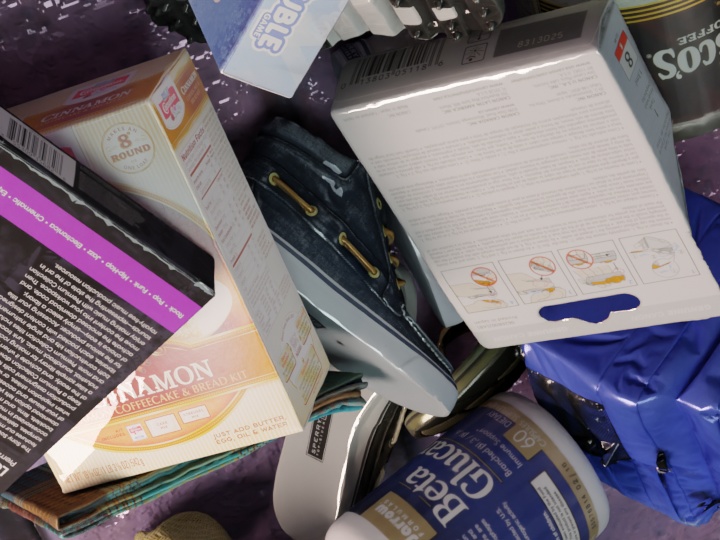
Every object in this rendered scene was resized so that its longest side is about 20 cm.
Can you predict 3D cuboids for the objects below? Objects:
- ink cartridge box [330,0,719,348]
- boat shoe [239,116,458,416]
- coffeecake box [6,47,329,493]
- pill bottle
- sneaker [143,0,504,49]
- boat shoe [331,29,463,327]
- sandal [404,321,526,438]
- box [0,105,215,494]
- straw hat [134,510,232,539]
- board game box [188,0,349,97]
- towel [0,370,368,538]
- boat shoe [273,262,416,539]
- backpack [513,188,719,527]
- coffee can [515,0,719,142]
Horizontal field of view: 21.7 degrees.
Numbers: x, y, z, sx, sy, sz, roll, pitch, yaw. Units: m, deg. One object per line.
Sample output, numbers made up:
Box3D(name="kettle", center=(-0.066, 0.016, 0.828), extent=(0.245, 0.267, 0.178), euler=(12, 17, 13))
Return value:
Box3D(name="ink cartridge box", center=(0.099, -0.046, 1.020), extent=(0.161, 0.050, 0.200), euler=(-10, 135, 30))
Box3D(name="boat shoe", center=(0.000, 0.000, 1.096), extent=(0.200, 0.071, 0.091), euler=(41, 67, -27))
Box3D(name="coffeecake box", center=(-0.128, 0.003, 1.007), extent=(0.152, 0.073, 0.201), euler=(-16, 113, 20))
Box3D(name="pill bottle", center=(0.048, 0.175, 1.159), extent=(0.199, 0.111, 0.112), euler=(-37, 135, -19))
Box3D(name="sneaker", center=(-0.018, -0.165, 0.985), extent=(0.198, 0.091, 0.067), euler=(-2, 157, 19))
Box3D(name="boat shoe", center=(0.052, -0.060, 1.110), extent=(0.086, 0.075, 0.203), euler=(-24, 122, -6))
Box3D(name="sandal", center=(0.089, 0.021, 1.196), extent=(0.202, 0.057, 0.080), euler=(-57, 158, 4))
Box3D(name="box", center=(-0.190, 0.025, 0.947), extent=(0.143, 0.036, 0.200), euler=(37, 115, -26))
Box3D(name="straw hat", center=(-0.114, 0.207, 1.235), extent=(0.199, 0.086, 0.201), euler=(-18, 156, -8))
Box3D(name="board game box", center=(-0.026, -0.216, 0.863), extent=(0.043, 0.200, 0.201), euler=(17, 118, -32))
Box3D(name="towel", center=(-0.107, 0.103, 1.106), extent=(0.199, 0.146, 0.022), euler=(-23, 100, -22))
Box3D(name="boat shoe", center=(-0.003, 0.079, 1.202), extent=(0.063, 0.070, 0.201), euler=(-17, 131, -54))
Box3D(name="backpack", center=(0.205, 0.073, 1.188), extent=(0.163, 0.167, 0.200), euler=(-46, 146, -15))
Box3D(name="coffee can", center=(0.142, -0.188, 0.990), extent=(0.145, 0.147, 0.201), euler=(-24, 131, -3))
